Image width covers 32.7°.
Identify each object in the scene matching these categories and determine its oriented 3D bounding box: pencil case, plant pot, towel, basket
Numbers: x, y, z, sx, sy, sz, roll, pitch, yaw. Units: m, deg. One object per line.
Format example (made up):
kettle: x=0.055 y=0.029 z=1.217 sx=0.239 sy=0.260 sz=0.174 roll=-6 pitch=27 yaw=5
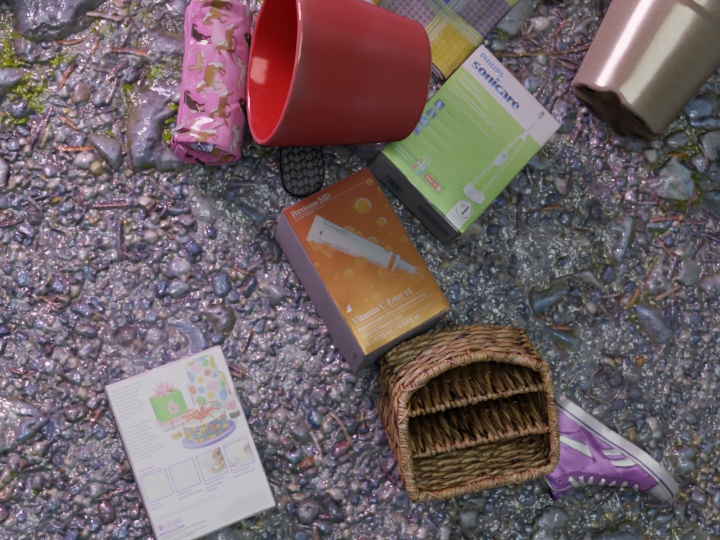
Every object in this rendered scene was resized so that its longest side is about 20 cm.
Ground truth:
pencil case: x=-0.179 y=-0.232 z=1.494 sx=0.082 sy=0.086 sz=0.203 roll=1 pitch=80 yaw=21
plant pot: x=-0.024 y=-0.233 z=1.430 sx=0.175 sy=0.200 sz=0.203 roll=5 pitch=81 yaw=-21
plant pot: x=0.373 y=-0.278 z=1.581 sx=0.199 sy=0.200 sz=0.184 roll=35 pitch=88 yaw=-6
towel: x=0.119 y=-0.359 z=1.608 sx=0.144 sy=0.023 sz=0.200 roll=45 pitch=76 yaw=-2
basket: x=0.132 y=0.161 z=1.446 sx=0.197 sy=0.144 sz=0.150 roll=-8 pitch=41 yaw=-13

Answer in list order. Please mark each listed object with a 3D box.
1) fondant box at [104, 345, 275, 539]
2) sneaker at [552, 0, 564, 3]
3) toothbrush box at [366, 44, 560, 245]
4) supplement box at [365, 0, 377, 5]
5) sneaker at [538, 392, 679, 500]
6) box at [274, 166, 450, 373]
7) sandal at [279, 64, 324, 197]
fondant box: x=-0.200 y=0.208 z=1.437 sx=0.143 sy=0.058 sz=0.202 roll=-19 pitch=87 yaw=-15
sneaker: x=0.243 y=-0.465 z=1.635 sx=0.103 sy=0.060 sz=0.202 roll=13 pitch=71 yaw=-24
toothbrush box: x=0.130 y=-0.157 z=1.549 sx=0.146 sy=0.086 sz=0.200 roll=44 pitch=76 yaw=-3
supplement box: x=-0.030 y=-0.365 z=1.553 sx=0.068 sy=0.067 sz=0.202 roll=-22 pitch=88 yaw=-15
sneaker: x=0.293 y=0.255 z=1.539 sx=0.199 sy=0.073 sz=0.115 roll=33 pitch=80 yaw=4
box: x=0.000 y=0.000 z=1.476 sx=0.123 sy=0.098 sz=0.201 roll=-28 pitch=79 yaw=-16
sandal: x=-0.078 y=-0.193 z=1.535 sx=0.074 sy=0.045 sz=0.203 roll=-1 pitch=96 yaw=-7
